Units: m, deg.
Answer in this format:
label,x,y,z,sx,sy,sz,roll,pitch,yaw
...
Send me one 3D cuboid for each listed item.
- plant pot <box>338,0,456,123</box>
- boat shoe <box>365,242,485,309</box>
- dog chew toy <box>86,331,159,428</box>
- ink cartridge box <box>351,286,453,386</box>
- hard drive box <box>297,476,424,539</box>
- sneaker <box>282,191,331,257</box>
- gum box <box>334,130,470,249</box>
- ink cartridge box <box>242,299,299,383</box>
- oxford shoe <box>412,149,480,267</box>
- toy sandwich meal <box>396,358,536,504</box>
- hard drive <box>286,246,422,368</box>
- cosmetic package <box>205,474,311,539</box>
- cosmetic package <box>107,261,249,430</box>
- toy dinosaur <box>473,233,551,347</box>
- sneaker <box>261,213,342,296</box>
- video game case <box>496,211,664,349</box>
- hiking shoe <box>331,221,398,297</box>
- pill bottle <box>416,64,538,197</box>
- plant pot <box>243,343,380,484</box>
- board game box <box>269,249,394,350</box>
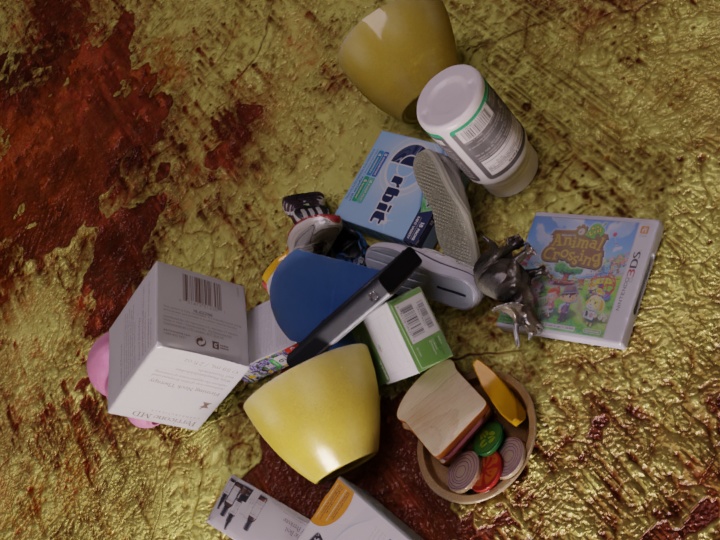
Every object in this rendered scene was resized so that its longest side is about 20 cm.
label,x,y,z,sx,sy,sz,roll,pitch,yaw
plant pot,0.081,-0.328,1.773,0.198,0.199,0.144,-32,71,18
boat shoe,0.101,0.007,1.597,0.198,0.066,0.075,25,121,28
dog chew toy,-0.392,0.192,1.865,0.125,0.124,0.200,-46,51,4
ink cartridge box,0.053,0.098,1.530,0.059,0.105,0.200,-24,-5,-19
hard drive box,0.007,0.395,1.424,0.199,0.077,0.157,29,83,46
sneaker,-0.088,-0.061,1.813,0.074,0.118,0.200,-7,17,-4
gum box,0.071,-0.128,1.740,0.198,0.044,0.172,19,76,46
ink cartridge box,-0.118,0.095,1.748,0.198,0.050,0.110,-25,49,24
oxford shoe,0.141,-0.091,1.620,0.075,0.057,0.203,-35,70,44
toy sandwich meal,0.141,0.208,1.440,0.203,0.070,0.208,-21,51,28
hard drive,-0.010,0.056,1.521,0.200,0.033,0.140,-41,2,30
cosmetic package,-0.137,0.374,1.576,0.198,0.051,0.083,16,74,45
cosmetic package,-0.296,0.125,1.748,0.200,0.165,0.168,-48,38,38
toy dinosaur,0.196,0.002,1.496,0.102,0.077,0.201,-40,46,2
sneaker,-0.080,-0.011,1.677,0.201,0.077,0.083,-56,48,37
video game case,0.298,0.008,1.477,0.198,0.022,0.184,7,67,42
hiking shoe,0.000,0.000,1.678,0.074,0.087,0.200,-39,44,-2
pill bottle,0.176,-0.199,1.586,0.112,0.200,0.115,-20,51,27
plant pot,-0.048,0.214,1.530,0.199,0.199,0.144,-33,74,18
board game box,-0.038,0.044,1.630,0.197,0.160,0.039,14,30,9
